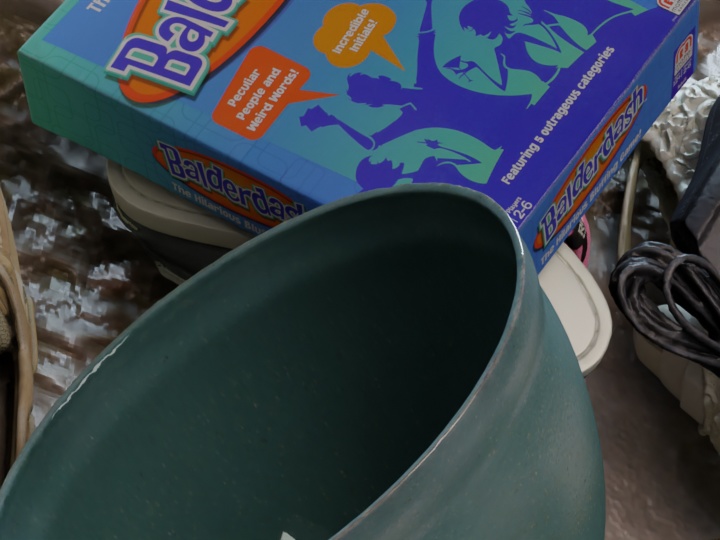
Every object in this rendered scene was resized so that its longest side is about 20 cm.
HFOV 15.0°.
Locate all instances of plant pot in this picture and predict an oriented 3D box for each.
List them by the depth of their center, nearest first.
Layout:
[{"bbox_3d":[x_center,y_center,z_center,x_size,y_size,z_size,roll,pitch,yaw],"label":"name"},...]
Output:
[{"bbox_3d":[-0.002,0.089,0.872,0.134,0.200,0.201,54,43,-26],"label":"plant pot"}]

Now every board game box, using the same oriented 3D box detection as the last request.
[{"bbox_3d":[0.000,-0.076,0.995,0.199,0.045,0.152,26,60,22],"label":"board game box"}]

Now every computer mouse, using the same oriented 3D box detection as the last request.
[{"bbox_3d":[0.177,-0.016,1.085,0.138,0.053,0.200,41,40,-15],"label":"computer mouse"}]

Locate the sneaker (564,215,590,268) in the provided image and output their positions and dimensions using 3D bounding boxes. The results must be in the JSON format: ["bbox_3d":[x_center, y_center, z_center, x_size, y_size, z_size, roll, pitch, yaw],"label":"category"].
[{"bbox_3d":[0.059,-0.030,1.044,0.079,0.095,0.201,4,84,-29],"label":"sneaker"}]

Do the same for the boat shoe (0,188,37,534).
[{"bbox_3d":[-0.143,0.015,0.953,0.072,0.065,0.201,10,56,-26],"label":"boat shoe"}]

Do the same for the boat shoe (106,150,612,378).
[{"bbox_3d":[0.000,0.000,1.007,0.199,0.062,0.073,21,59,16],"label":"boat shoe"}]

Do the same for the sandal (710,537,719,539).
[{"bbox_3d":[0.082,0.136,0.964,0.199,0.055,0.082,-13,65,11],"label":"sandal"}]

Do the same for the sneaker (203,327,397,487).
[{"bbox_3d":[0.007,0.072,0.990,0.199,0.089,0.077,22,51,-16],"label":"sneaker"}]

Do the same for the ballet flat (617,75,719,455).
[{"bbox_3d":[0.141,0.008,1.141,0.071,0.072,0.201,13,52,-23],"label":"ballet flat"}]
